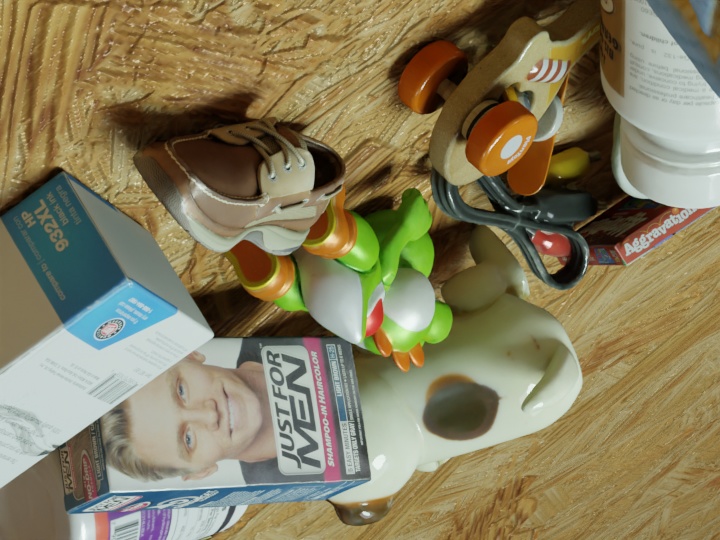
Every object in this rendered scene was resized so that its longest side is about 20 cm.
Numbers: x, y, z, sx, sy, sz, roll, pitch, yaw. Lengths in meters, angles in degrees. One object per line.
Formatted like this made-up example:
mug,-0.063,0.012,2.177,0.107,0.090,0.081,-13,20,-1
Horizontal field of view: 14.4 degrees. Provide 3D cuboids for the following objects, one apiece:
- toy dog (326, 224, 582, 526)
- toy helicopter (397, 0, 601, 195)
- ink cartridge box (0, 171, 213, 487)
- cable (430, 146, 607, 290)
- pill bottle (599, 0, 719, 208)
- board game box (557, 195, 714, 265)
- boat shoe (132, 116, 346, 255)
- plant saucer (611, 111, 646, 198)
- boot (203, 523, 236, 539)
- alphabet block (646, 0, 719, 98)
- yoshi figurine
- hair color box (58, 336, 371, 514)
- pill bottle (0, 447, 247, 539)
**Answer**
toy dog,0.045,0.094,1.967,0.199,0.194,0.140,-27,123,-9
toy helicopter,0.120,-0.127,1.752,0.200,0.079,0.132,-44,155,-7
ink cartridge box,-0.204,0.049,1.636,0.200,0.084,0.145,-36,160,6
cable,0.101,-0.038,1.932,0.200,0.050,0.098,2,101,-48
pill bottle,0.198,-0.140,1.682,0.114,0.114,0.201,-25,136,-21
board game box,0.202,-0.038,2.032,0.103,0.019,0.200,-34,-175,-7
boat shoe,-0.066,-0.058,1.633,0.072,0.076,0.200,-42,168,14
plant saucer,0.230,-0.139,1.892,0.200,0.050,0.200,-35,154,-20
boot,-0.135,0.162,2.044,0.200,0.077,0.155,-24,163,-43
alphabet block,0.227,-0.240,1.475,0.200,0.196,0.197,-30,162,-10
yoshi figurine,-0.008,-0.010,1.827,0.200,0.112,0.112,33,78,-56
hair color box,-0.095,0.097,1.816,0.199,0.100,0.060,0,164,-35
pill bottle,-0.140,0.130,1.882,0.199,0.112,0.112,-16,154,-40
